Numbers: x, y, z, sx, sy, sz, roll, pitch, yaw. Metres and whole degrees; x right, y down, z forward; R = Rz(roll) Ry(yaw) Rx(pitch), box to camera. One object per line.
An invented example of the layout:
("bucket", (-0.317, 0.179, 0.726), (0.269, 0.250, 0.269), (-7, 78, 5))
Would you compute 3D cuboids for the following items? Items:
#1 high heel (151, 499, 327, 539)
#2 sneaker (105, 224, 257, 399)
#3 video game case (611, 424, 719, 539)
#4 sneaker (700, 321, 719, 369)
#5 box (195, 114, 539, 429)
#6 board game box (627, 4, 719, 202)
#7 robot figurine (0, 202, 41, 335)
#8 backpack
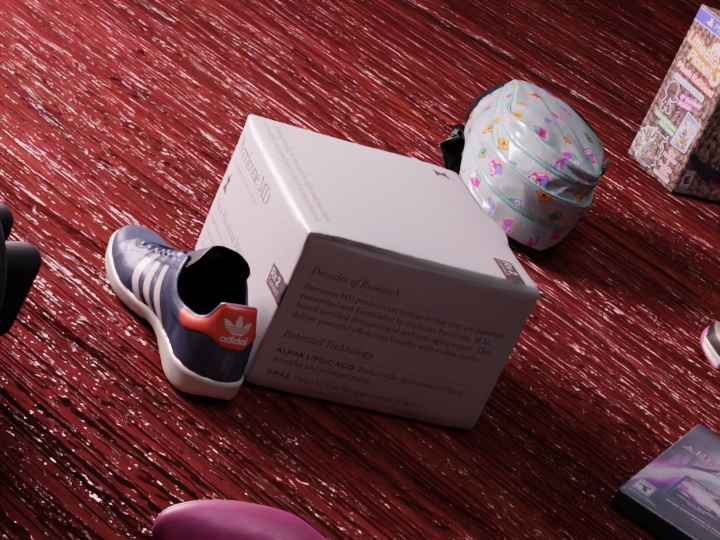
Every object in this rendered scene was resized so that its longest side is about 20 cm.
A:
("high heel", (-0.027, 0.196, 1.075), (0.199, 0.068, 0.096), (33, 9, -15))
("sneaker", (-0.122, 0.006, 1.372), (0.075, 0.085, 0.200), (8, 27, -35))
("video game case", (0.291, 0.188, 1.488), (0.142, 0.019, 0.200), (33, 24, 18))
("sneaker", (0.408, 0.090, 1.732), (0.199, 0.088, 0.074), (32, 23, 19))
("box", (0.000, 0.000, 1.452), (0.199, 0.131, 0.199), (14, 24, -25))
("board game box", (0.438, -0.189, 2.236), (0.159, 0.201, 0.097), (8, 27, -34))
("robot figurine", (-0.295, -0.004, 1.158), (0.199, 0.126, 0.150), (2, -1, -45))
("backpack", (0.164, -0.105, 1.864), (0.166, 0.127, 0.200), (27, 25, -2))
